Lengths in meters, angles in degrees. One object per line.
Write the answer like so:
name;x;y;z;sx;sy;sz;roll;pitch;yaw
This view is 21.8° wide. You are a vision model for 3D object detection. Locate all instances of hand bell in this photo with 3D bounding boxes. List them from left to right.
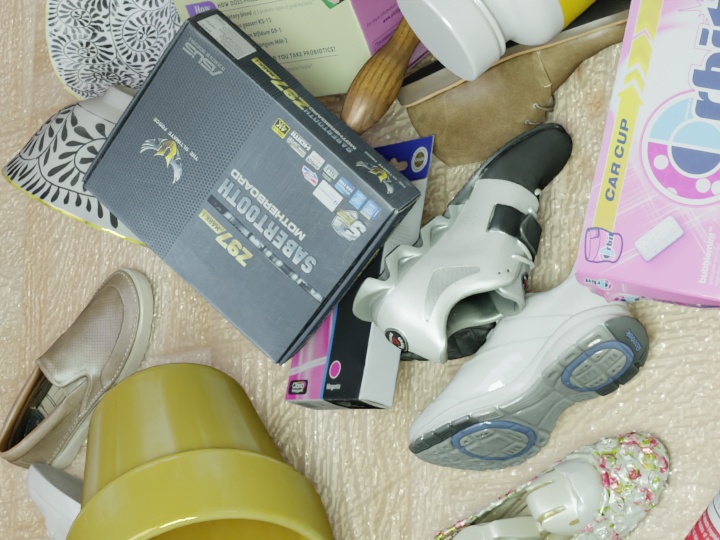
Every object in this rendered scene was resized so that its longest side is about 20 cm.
hand bell;0.038;-0.175;1.321;0.104;0.104;0.201;19;71;43

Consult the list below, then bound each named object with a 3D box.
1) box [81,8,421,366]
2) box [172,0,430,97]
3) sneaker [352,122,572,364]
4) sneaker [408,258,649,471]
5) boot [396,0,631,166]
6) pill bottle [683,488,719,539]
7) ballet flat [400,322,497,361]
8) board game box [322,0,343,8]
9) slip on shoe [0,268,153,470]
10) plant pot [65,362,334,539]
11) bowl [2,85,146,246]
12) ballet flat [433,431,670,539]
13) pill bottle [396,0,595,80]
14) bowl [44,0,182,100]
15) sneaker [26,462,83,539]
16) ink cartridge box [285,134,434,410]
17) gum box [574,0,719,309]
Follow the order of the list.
box;-0.079;-0.057;1.302;0.200;0.051;0.158;43;120;6
box;-0.056;-0.237;1.405;0.175;0.097;0.201;-3;119;42
sneaker;0.093;-0.013;1.276;0.088;0.074;0.200;38;72;22
sneaker;0.111;0.069;1.281;0.199;0.074;0.088;-36;43;26
boot;0.123;-0.136;1.322;0.199;0.074;0.076;-22;102;30
pill bottle;0.250;0.169;1.090;0.112;0.112;0.201;45;110;39
ballet flat;0.016;0.038;1.367;0.199;0.056;0.067;-10;77;45
board game box;0.048;-0.273;1.272;0.134;0.029;0.201;-26;29;40
slip on shoe;-0.246;0.085;1.593;0.201;0.060;0.076;-56;50;18
plant pot;-0.127;0.178;1.388;0.201;0.200;0.190;-46;38;24
bowl;-0.169;-0.085;1.459;0.200;0.200;0.095;29;100;42
ballet flat;0.117;0.171;1.243;0.200;0.064;0.076;-39;56;28
pill bottle;0.121;-0.222;1.248;0.200;0.112;0.111;-41;50;-8
bowl;-0.168;-0.226;1.573;0.199;0.094;0.203;-12;72;40
sneaker;-0.230;0.247;1.533;0.199;0.073;0.116;33;99;40
ink cartridge box;0.000;0.000;1.347;0.094;0.037;0.202;-7;68;54
gum box;0.214;-0.071;1.185;0.112;0.066;0.202;11;87;20
